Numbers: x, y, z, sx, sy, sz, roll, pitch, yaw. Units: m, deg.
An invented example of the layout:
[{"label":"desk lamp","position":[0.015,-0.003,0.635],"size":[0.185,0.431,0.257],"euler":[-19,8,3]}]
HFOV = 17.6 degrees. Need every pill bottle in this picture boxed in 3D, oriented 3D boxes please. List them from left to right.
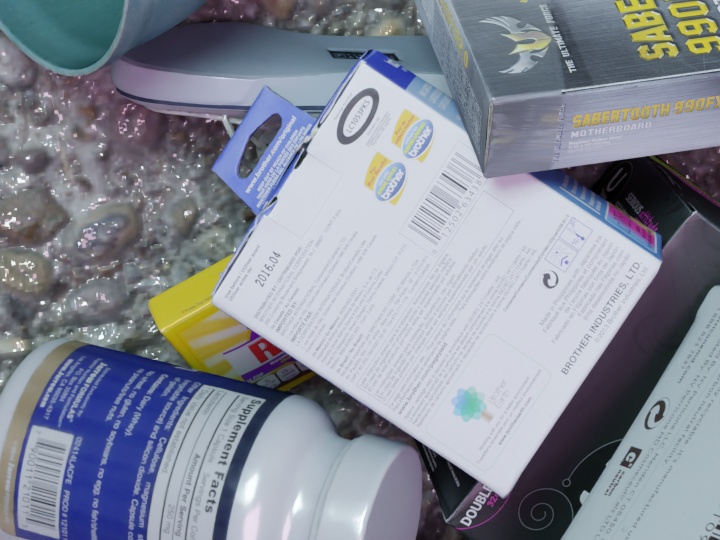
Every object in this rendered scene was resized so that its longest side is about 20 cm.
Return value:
[{"label":"pill bottle","position":[-0.077,0.109,1.147],"size":[0.199,0.116,0.116],"euler":[13,109,17]}]

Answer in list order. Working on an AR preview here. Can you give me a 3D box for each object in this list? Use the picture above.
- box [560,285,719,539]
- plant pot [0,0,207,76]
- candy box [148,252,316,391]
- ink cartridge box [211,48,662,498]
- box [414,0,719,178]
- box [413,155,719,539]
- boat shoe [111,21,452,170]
[{"label":"box","position":[0.199,0.130,1.036],"size":[0.130,0.200,0.199],"euler":[36,82,-21]},{"label":"plant pot","position":[-0.103,-0.203,1.047],"size":[0.134,0.200,0.201],"euler":[-24,114,-29]},{"label":"candy box","position":[0.000,0.000,1.179],"size":[0.199,0.026,0.102],"euler":[-29,142,4]},{"label":"ink cartridge box","position":[0.023,-0.010,1.086],"size":[0.199,0.076,0.137],"euler":[33,100,-2]},{"label":"box","position":[0.107,-0.135,1.081],"size":[0.157,0.201,0.049],"euler":[-7,135,-10]},{"label":"box","position":[0.147,0.065,1.203],"size":[0.148,0.124,0.200],"euler":[34,103,-19]},{"label":"boat shoe","position":[-0.026,-0.072,1.161],"size":[0.201,0.075,0.087],"euler":[0,117,-17]}]
